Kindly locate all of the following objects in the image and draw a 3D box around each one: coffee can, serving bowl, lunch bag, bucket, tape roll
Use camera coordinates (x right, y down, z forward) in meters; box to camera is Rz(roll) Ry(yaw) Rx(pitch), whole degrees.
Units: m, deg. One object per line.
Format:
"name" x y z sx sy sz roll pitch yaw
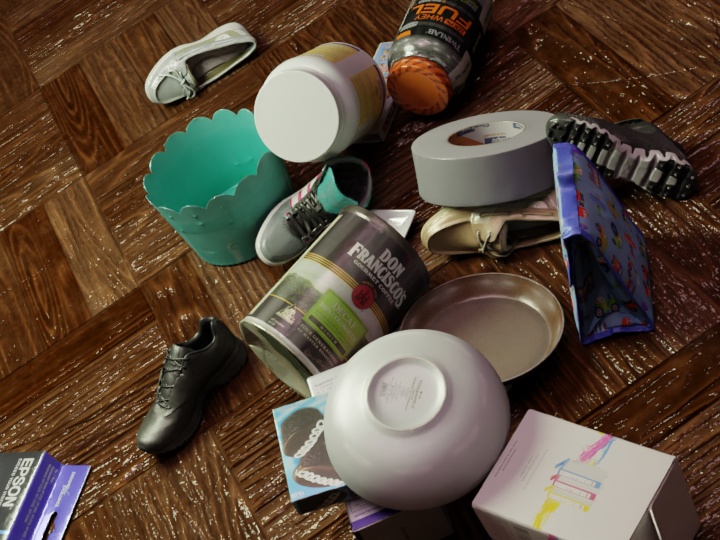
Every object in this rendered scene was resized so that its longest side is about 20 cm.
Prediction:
"coffee can" -0.031 0.042 1.689 0.146 0.147 0.200 24 65 43
"serving bowl" 0.052 0.141 1.419 0.197 0.066 0.202 -7 55 11
"lunch bag" 0.266 -0.041 1.582 0.093 0.201 0.152 -13 44 18
"bucket" -0.193 -0.117 1.978 0.205 0.135 0.209 -16 44 16
"tape roll" 0.167 -0.147 1.782 0.198 0.067 0.201 -10 19 4

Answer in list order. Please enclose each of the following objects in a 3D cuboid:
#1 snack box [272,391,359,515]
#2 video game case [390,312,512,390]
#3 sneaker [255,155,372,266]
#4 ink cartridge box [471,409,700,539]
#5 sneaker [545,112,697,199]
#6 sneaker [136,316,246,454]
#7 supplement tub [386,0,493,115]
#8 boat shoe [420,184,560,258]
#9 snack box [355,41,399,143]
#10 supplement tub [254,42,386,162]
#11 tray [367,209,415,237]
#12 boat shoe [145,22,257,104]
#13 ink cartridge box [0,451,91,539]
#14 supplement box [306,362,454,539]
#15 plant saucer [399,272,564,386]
"snack box" 0.013 0.175 1.471 0.198 0.037 0.117 -18 54 3
"video game case" 0.056 0.150 1.658 0.199 0.023 0.182 -39 42 -8
"sneaker" -0.054 -0.087 1.878 0.200 0.084 0.121 -46 6 -19
"ink cartridge box" 0.238 0.248 1.376 0.198 0.129 0.126 15 59 38
"sneaker" 0.323 -0.155 1.715 0.198 0.067 0.091 20 37 -3
"sneaker" -0.233 0.144 1.785 0.075 0.091 0.201 14 59 36
"supplement tub" 0.113 -0.332 2.012 0.121 0.123 0.201 -1 50 30
"boat shoe" 0.171 -0.054 1.748 0.198 0.072 0.065 -16 43 15
"snack box" 0.032 -0.271 2.075 0.071 0.024 0.201 -1 50 31
"supplement tub" -0.056 -0.232 1.913 0.144 0.147 0.200 -11 13 21
"tray" 0.000 0.000 1.836 0.106 0.022 0.201 2 51 31
"boat shoe" -0.264 -0.339 2.283 0.201 0.075 0.065 -31 37 -10
"ink cartridge box" -0.469 0.327 1.785 0.198 0.044 0.200 -6 47 25
"supplement box" 0.021 0.205 1.535 0.102 0.102 0.201 -23 54 2
"plant saucer" 0.145 0.078 1.642 0.197 0.032 0.201 -8 37 6
